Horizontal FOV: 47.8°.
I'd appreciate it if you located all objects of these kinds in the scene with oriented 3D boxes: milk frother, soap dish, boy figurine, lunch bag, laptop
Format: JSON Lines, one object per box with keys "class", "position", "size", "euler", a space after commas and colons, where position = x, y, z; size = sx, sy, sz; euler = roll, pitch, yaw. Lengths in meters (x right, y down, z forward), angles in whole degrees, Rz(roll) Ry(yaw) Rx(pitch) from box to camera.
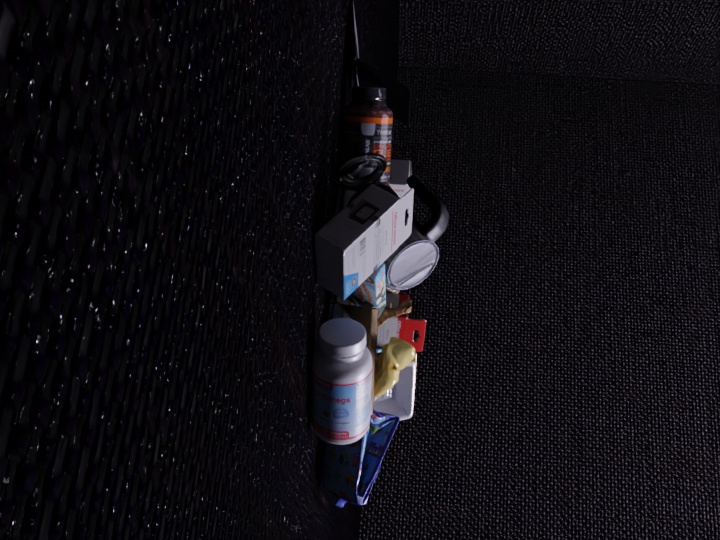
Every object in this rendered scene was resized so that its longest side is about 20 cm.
{"class": "milk frother", "position": [0.046, -0.101, 1.536], "size": [0.182, 0.197, 0.189], "euler": [-55, -132, 21]}
{"class": "soap dish", "position": [0.024, 0.257, 1.791], "size": [0.081, 0.195, 0.162], "euler": [-135, -137, -63]}
{"class": "boy figurine", "position": [0.043, 0.195, 1.595], "size": [0.200, 0.063, 0.126], "euler": [-50, -163, 55]}
{"class": "lunch bag", "position": [-0.019, 0.377, 1.649], "size": [0.149, 0.093, 0.205], "euler": [-4, -114, 59]}
{"class": "laptop", "position": [0.043, -0.425, 1.690], "size": [0.188, 0.113, 0.206], "euler": [79, 8, -77]}

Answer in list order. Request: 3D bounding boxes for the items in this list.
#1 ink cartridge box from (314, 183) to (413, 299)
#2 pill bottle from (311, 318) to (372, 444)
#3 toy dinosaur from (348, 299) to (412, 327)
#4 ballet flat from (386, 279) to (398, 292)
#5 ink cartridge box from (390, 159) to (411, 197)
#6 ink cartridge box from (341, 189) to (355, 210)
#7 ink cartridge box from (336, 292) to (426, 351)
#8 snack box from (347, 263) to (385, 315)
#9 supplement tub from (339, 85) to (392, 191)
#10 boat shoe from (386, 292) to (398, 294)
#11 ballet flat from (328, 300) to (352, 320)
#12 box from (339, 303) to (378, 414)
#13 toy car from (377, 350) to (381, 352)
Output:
{"class": "ink cartridge box", "position": [0.008, -0.061, 1.395], "size": [0.200, 0.066, 0.118], "euler": [-43, 149, -34]}
{"class": "pill bottle", "position": [-0.033, 0.190, 1.405], "size": [0.110, 0.106, 0.205], "euler": [-79, 171, -59]}
{"class": "toy dinosaur", "position": [0.013, 0.107, 1.656], "size": [0.107, 0.199, 0.060], "euler": [56, 9, 28]}
{"class": "ballet flat", "position": [0.000, 0.000, 1.687], "size": [0.074, 0.198, 0.069], "euler": [-18, -125, 46]}
{"class": "ink cartridge box", "position": [0.060, -0.197, 2.106], "size": [0.202, 0.142, 0.085], "euler": [88, 6, -59]}
{"class": "ink cartridge box", "position": [0.001, -0.100, 1.783], "size": [0.148, 0.081, 0.204], "euler": [87, 9, -58]}
{"class": "ink cartridge box", "position": [0.043, 0.109, 1.758], "size": [0.118, 0.194, 0.068], "euler": [92, 4, -48]}
{"class": "snack box", "position": [-0.007, 0.014, 1.553], "size": [0.037, 0.115, 0.201], "euler": [-53, 164, -19]}
{"class": "supplement tub", "position": [0.012, -0.266, 1.638], "size": [0.107, 0.104, 0.206], "euler": [-70, 163, -76]}
{"class": "boat shoe", "position": [0.016, 0.068, 1.825], "size": [0.199, 0.075, 0.073], "euler": [-39, -154, 45]}
{"class": "ballet flat", "position": [-0.038, 0.126, 1.556], "size": [0.202, 0.070, 0.074], "euler": [-80, 172, -61]}
{"class": "box", "position": [-0.018, 0.172, 1.617], "size": [0.162, 0.021, 0.206], "euler": [2, -91, 59]}
{"class": "toy car", "position": [0.027, 0.253, 2.032], "size": [0.175, 0.146, 0.205], "euler": [80, 15, -73]}
